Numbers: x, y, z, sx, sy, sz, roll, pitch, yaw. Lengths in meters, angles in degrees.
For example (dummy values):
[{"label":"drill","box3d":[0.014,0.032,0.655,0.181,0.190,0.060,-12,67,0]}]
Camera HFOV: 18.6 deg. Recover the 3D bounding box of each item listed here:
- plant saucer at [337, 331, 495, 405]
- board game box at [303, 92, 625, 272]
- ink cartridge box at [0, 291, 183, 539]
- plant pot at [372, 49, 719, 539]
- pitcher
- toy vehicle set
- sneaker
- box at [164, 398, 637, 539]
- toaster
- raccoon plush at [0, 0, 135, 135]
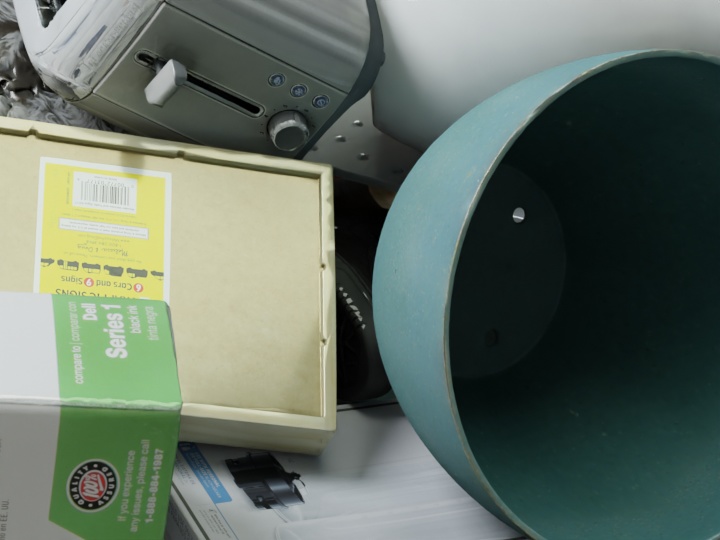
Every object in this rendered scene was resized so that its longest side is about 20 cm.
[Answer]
[{"label":"plant saucer","box3d":[-0.023,0.026,1.099,0.198,0.036,0.200,9,28,-5]},{"label":"board game box","box3d":[0.080,-0.078,1.091,0.199,0.026,0.200,16,39,28]},{"label":"ink cartridge box","box3d":[-0.175,0.084,0.818,0.198,0.147,0.085,5,30,-13]},{"label":"plant pot","box3d":[0.082,0.007,0.902,0.199,0.202,0.134,-7,11,-30]},{"label":"pitcher","box3d":[0.101,-0.136,1.002,0.198,0.173,0.121,-4,10,0]},{"label":"toy vehicle set","box3d":[-0.108,0.003,0.903,0.198,0.027,0.125,8,63,-16]},{"label":"sneaker","box3d":[0.000,0.003,1.039,0.104,0.060,0.200,-6,21,-27]},{"label":"box","box3d":[0.010,0.110,0.926,0.199,0.061,0.117,-4,31,-26]},{"label":"toaster","box3d":[-0.080,-0.139,0.976,0.129,0.114,0.201,20,39,-37]},{"label":"raccoon plush","box3d":[-0.153,-0.033,1.010,0.096,0.134,0.201,5,57,-23]}]
